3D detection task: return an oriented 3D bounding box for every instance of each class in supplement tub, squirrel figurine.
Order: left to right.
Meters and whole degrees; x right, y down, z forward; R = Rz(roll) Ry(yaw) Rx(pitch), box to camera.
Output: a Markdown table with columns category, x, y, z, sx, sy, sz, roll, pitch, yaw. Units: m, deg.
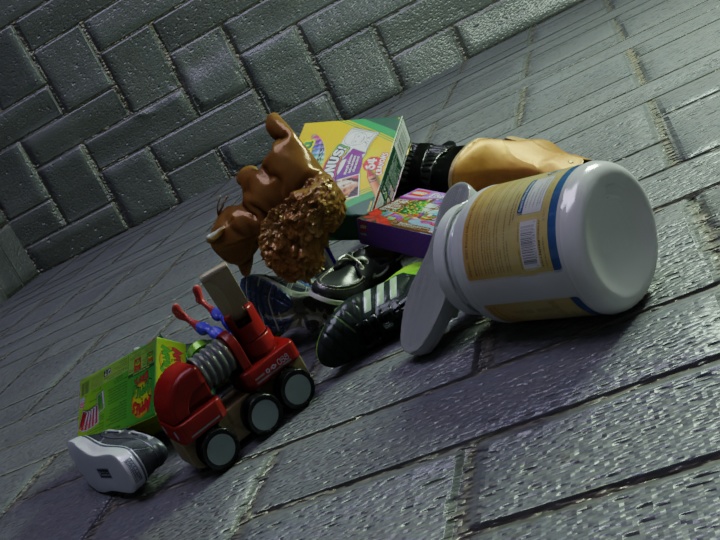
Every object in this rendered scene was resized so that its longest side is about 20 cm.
| category | x | y | z | sx | sy | sz | roll | pitch | yaw |
| --- | --- | --- | --- | --- | --- | --- | --- | --- | --- |
| squirrel figurine | -0.117 | -0.072 | 1.231 | 0.186 | 0.142 | 0.200 | -40 | 47 | -1 |
| supplement tub | 0.183 | -0.023 | 0.930 | 0.198 | 0.147 | 0.144 | -9 | 24 | 50 |

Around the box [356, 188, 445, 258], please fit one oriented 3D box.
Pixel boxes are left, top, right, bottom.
| category | x | y | z | sx | sy | sz | roll | pitch | yaw |
| --- | --- | --- | --- | --- | --- | --- | --- | --- | --- |
| box | 0.110 | -0.060 | 1.224 | 0.197 | 0.040 | 0.136 | 15 | 31 | 41 |

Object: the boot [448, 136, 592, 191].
| category | x | y | z | sx | sy | sz | roll | pitch | yaw |
| --- | --- | --- | --- | --- | --- | --- | --- | --- | --- |
| boot | 0.227 | -0.140 | 1.268 | 0.142 | 0.072 | 0.200 | 22 | 34 | 36 |

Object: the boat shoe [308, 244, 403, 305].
| category | x | y | z | sx | sy | sz | roll | pitch | yaw |
| --- | --- | --- | --- | --- | --- | --- | --- | --- | --- |
| boat shoe | 0.000 | 0.000 | 1.232 | 0.073 | 0.062 | 0.198 | 26 | 23 | 28 |

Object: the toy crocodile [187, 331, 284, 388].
| category | x | y | z | sx | sy | sz | roll | pitch | yaw |
| --- | --- | --- | --- | --- | --- | --- | --- | --- | --- |
| toy crocodile | -0.182 | 0.117 | 1.309 | 0.198 | 0.062 | 0.067 | -35 | 52 | -17 |

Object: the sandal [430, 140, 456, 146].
| category | x | y | z | sx | sy | sz | roll | pitch | yaw |
| --- | --- | --- | --- | --- | --- | --- | --- | --- | --- |
| sandal | 0.102 | -0.186 | 1.607 | 0.199 | 0.043 | 0.075 | -37 | 15 | -34 |

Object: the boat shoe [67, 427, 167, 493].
| category | x | y | z | sx | sy | sz | roll | pitch | yaw |
| --- | --- | --- | --- | --- | --- | --- | --- | --- | --- |
| boat shoe | -0.302 | 0.228 | 1.136 | 0.067 | 0.073 | 0.198 | -33 | 12 | -36 |

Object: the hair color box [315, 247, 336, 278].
| category | x | y | z | sx | sy | sz | roll | pitch | yaw |
| --- | --- | --- | --- | --- | --- | --- | --- | --- | --- |
| hair color box | -0.092 | -0.015 | 1.467 | 0.064 | 0.111 | 0.199 | -32 | 16 | -14 |

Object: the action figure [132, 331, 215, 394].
| category | x | y | z | sx | sy | sz | roll | pitch | yaw |
| --- | --- | --- | --- | --- | --- | --- | --- | --- | --- |
| action figure | -0.251 | 0.157 | 1.236 | 0.198 | 0.054 | 0.121 | 13 | 85 | 45 |

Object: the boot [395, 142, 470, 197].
| category | x | y | z | sx | sy | sz | roll | pitch | yaw |
| --- | --- | --- | --- | --- | --- | --- | --- | --- | --- |
| boot | 0.105 | -0.129 | 1.393 | 0.154 | 0.081 | 0.213 | 3 | 34 | 9 |

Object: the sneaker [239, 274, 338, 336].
| category | x | y | z | sx | sy | sz | roll | pitch | yaw |
| --- | --- | --- | --- | --- | --- | --- | --- | --- | --- |
| sneaker | -0.081 | 0.045 | 1.283 | 0.197 | 0.079 | 0.085 | 15 | 24 | 29 |

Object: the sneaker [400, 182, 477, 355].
| category | x | y | z | sx | sy | sz | roll | pitch | yaw |
| --- | --- | --- | --- | --- | --- | --- | --- | --- | --- |
| sneaker | 0.124 | 0.016 | 1.053 | 0.073 | 0.114 | 0.204 | 11 | 77 | 56 |

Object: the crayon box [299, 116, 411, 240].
| category | x | y | z | sx | sy | sz | roll | pitch | yaw |
| --- | --- | --- | --- | --- | --- | --- | --- | --- | --- |
| crayon box | -0.030 | -0.139 | 1.372 | 0.169 | 0.059 | 0.203 | 0 | 51 | 24 |

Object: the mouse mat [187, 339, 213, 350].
| category | x | y | z | sx | sy | sz | roll | pitch | yaw |
| --- | --- | --- | --- | --- | --- | --- | --- | --- | --- |
| mouse mat | -0.320 | 0.163 | 1.504 | 0.198 | 0.008 | 0.161 | -12 | 23 | 44 |

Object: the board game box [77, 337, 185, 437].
| category | x | y | z | sx | sy | sz | roll | pitch | yaw |
| --- | --- | --- | --- | --- | --- | --- | --- | --- | --- |
| board game box | -0.306 | 0.172 | 1.214 | 0.047 | 0.104 | 0.198 | 17 | -33 | -41 |

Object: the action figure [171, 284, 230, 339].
| category | x | y | z | sx | sy | sz | roll | pitch | yaw |
| --- | --- | --- | --- | --- | --- | --- | --- | --- | --- |
| action figure | -0.183 | 0.073 | 1.244 | 0.198 | 0.100 | 0.065 | 32 | 63 | 29 |

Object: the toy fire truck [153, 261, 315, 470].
| category | x | y | z | sx | sy | sz | roll | pitch | yaw |
| --- | --- | --- | --- | --- | --- | --- | --- | --- | --- |
| toy fire truck | -0.162 | 0.101 | 1.042 | 0.175 | 0.203 | 0.128 | -35 | 16 | -25 |

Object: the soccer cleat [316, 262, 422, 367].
| category | x | y | z | sx | sy | sz | roll | pitch | yaw |
| --- | --- | --- | --- | --- | --- | --- | --- | --- | --- |
| soccer cleat | 0.031 | 0.053 | 1.122 | 0.199 | 0.069 | 0.080 | -36 | 30 | -25 |
